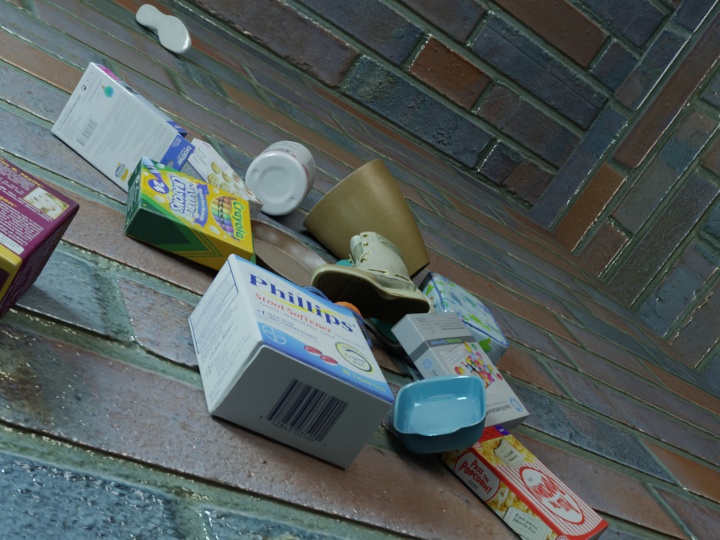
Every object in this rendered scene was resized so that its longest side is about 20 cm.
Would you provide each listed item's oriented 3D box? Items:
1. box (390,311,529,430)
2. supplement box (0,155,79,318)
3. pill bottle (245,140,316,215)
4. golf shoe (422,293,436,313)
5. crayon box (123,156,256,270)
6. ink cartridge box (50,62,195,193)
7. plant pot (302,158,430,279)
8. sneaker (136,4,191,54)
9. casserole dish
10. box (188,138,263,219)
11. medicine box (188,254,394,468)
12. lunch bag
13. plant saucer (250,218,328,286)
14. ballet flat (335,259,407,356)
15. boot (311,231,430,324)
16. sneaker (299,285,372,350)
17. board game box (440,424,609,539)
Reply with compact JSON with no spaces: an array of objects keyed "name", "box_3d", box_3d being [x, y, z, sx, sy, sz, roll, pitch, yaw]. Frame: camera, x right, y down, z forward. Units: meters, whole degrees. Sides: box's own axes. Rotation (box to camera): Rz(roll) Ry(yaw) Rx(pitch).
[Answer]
[{"name":"box","box_3d":[0.149,0.152,1.446,0.155,0.041,0.201,2,50,-56]},{"name":"supplement box","box_3d":[-0.358,-0.030,0.889,0.130,0.104,0.200,32,16,-9]},{"name":"pill bottle","box_3d":[-0.141,-0.176,1.796,0.113,0.114,0.200,34,15,-5]},{"name":"golf shoe","box_3d":[0.046,0.040,1.596,0.097,0.079,0.200,38,0,-33]},{"name":"crayon box","box_3d":[-0.219,-0.068,1.339,0.199,0.052,0.126,23,31,-26]},{"name":"ink cartridge box","box_3d":[-0.335,-0.190,1.400,0.199,0.120,0.042,38,13,9]},{"name":"plant pot","box_3d":[0.030,-0.065,1.754,0.200,0.186,0.186,50,17,6]},{"name":"sneaker","box_3d":[-0.476,-0.599,2.459,0.200,0.075,0.088,42,5,29]},{"name":"casserole dish","box_3d":[0.106,0.187,1.270,0.120,0.039,0.200,-8,14,7]},{"name":"box","box_3d":[-0.235,-0.155,1.670,0.039,0.042,0.200,17,24,-50]},{"name":"medicine box","box_3d":[-0.082,0.099,1.102,0.181,0.103,0.200,27,18,-28]},{"name":"lunch bag","box_3d":[0.175,0.093,1.726,0.160,0.083,0.200,30,16,-16]},{"name":"plant saucer","box_3d":[-0.113,-0.008,1.499,0.199,0.035,0.200,34,14,-10]},{"name":"ballet flat","box_3d":[0.021,0.064,1.550,0.200,0.067,0.064,47,-9,34]},{"name":"boot","box_3d":[0.000,0.000,1.484,0.199,0.072,0.155,16,33,-29]},{"name":"sneaker","box_3d":[-0.047,0.076,1.313,0.199,0.076,0.079,14,29,-51]},{"name":"board game box","box_3d":[0.216,0.291,1.278,0.200,0.046,0.151,42,17,23]}]
